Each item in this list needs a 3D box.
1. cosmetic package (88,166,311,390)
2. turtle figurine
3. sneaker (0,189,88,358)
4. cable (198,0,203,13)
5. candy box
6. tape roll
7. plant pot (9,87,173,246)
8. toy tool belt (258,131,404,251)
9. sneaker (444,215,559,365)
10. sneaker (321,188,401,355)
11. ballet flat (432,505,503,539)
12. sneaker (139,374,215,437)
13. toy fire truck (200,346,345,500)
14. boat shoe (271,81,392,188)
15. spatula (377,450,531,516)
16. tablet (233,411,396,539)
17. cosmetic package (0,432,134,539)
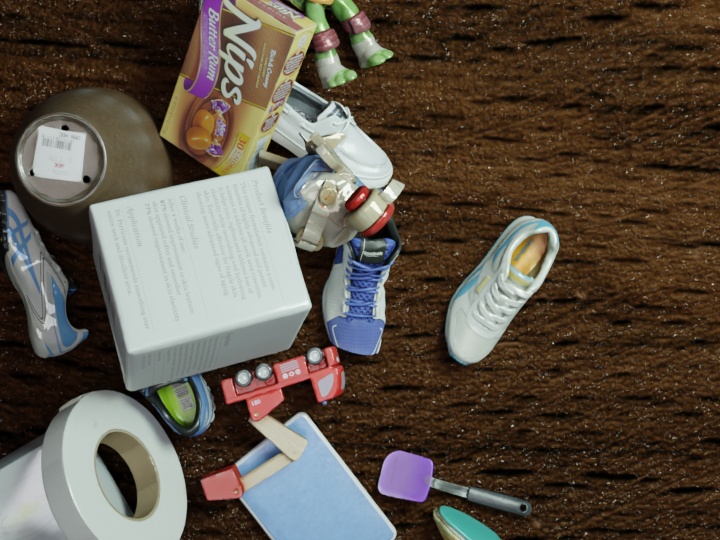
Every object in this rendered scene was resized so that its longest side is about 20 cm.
[{"bbox_3d":[-0.179,0.012,1.103,0.197,0.167,0.170,-13,73,-17],"label":"cosmetic package"},{"bbox_3d":[-0.022,-0.320,1.139,0.198,0.144,0.196,-16,109,23],"label":"turtle figurine"},{"bbox_3d":[-0.377,0.001,1.181,0.072,0.072,0.203,-20,92,-28],"label":"sneaker"},{"bbox_3d":[-0.179,-0.373,1.178,0.096,0.050,0.203,7,92,-4],"label":"cable"},{"bbox_3d":[-0.140,-0.213,1.132,0.116,0.056,0.201,33,122,10],"label":"candy box"},{"bbox_3d":[-0.274,0.234,1.134,0.037,0.203,0.205,-27,96,22],"label":"tape roll"},{"bbox_3d":[-0.309,-0.118,1.107,0.184,0.200,0.190,0,93,-5],"label":"plant pot"},{"bbox_3d":[-0.048,-0.091,1.092,0.123,0.200,0.125,43,78,-16],"label":"toy tool belt"},{"bbox_3d":[0.168,0.024,1.218,0.076,0.081,0.202,30,92,-8],"label":"sneaker"},{"bbox_3d":[0.000,-0.001,1.184,0.079,0.115,0.203,7,93,-4],"label":"sneaker"},{"bbox_3d":[0.168,0.363,1.249,0.198,0.071,0.071,26,91,-6],"label":"ballet flat"},{"bbox_3d":[-0.228,0.104,1.183,0.078,0.089,0.202,-27,95,-4],"label":"sneaker"},{"bbox_3d":[-0.105,0.182,1.208,0.197,0.049,0.143,-17,86,-3],"label":"toy fire truck"},{"bbox_3d":[-0.044,-0.171,1.185,0.199,0.069,0.072,34,47,1],"label":"boat shoe"},{"bbox_3d":[0.121,0.274,1.257,0.197,0.021,0.057,16,77,-8],"label":"spatula"},{"bbox_3d":[-0.061,0.290,1.247,0.130,0.014,0.201,-38,95,-2],"label":"tablet"},{"bbox_3d":[-0.375,0.313,1.167,0.198,0.123,0.202,-30,94,-3],"label":"cosmetic package"}]
